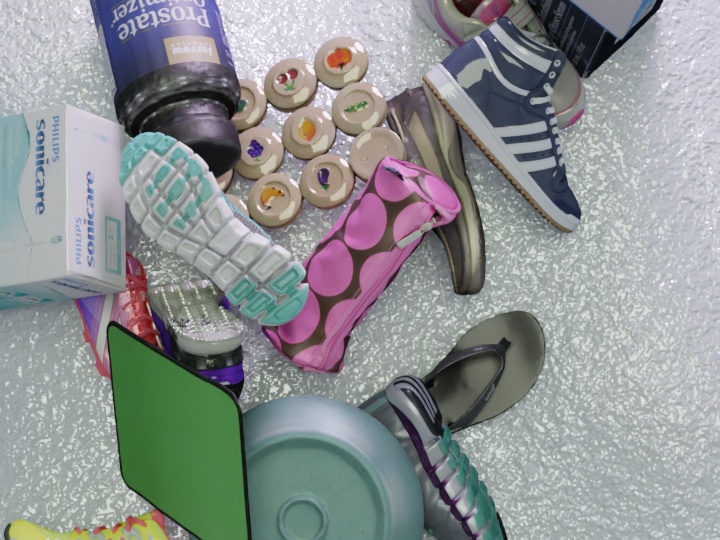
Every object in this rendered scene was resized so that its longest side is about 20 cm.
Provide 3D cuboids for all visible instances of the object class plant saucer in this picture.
[{"bbox_3d":[-0.047,0.204,1.531,0.198,0.036,0.202,0,90,2],"label":"plant saucer"}]

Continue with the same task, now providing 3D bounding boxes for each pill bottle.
[{"bbox_3d":[-0.167,-0.180,1.621,0.111,0.112,0.201,-15,68,-4],"label":"pill bottle"}]

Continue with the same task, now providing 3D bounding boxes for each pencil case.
[{"bbox_3d":[0.000,0.000,1.580,0.201,0.090,0.094,-55,43,17],"label":"pencil case"}]

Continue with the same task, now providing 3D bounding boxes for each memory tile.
[{"bbox_3d":[-0.069,-0.113,1.644,0.199,0.017,0.154,-22,68,5],"label":"memory tile"}]

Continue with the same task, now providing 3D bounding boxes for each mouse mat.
[{"bbox_3d":[-0.148,0.141,1.511,0.007,0.199,0.162,-20,119,-35],"label":"mouse mat"}]

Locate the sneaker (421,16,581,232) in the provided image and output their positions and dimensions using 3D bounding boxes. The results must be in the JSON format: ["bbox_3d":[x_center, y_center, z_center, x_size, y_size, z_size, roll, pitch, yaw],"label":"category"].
[{"bbox_3d":[0.154,-0.130,1.613,0.108,0.070,0.200,-42,113,4],"label":"sneaker"}]

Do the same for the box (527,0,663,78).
[{"bbox_3d":[0.175,-0.293,1.648,0.107,0.148,0.200,-42,82,-9],"label":"box"}]

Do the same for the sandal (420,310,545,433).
[{"bbox_3d":[0.081,0.108,1.618,0.199,0.043,0.076,-35,81,-7],"label":"sandal"}]

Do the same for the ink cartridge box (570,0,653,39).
[{"bbox_3d":[0.233,-0.317,1.514,0.128,0.125,0.200,39,80,6],"label":"ink cartridge box"}]

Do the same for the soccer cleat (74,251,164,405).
[{"bbox_3d":[-0.207,0.034,1.612,0.076,0.067,0.201,-34,75,15],"label":"soccer cleat"}]

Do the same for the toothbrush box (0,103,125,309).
[{"bbox_3d":[-0.301,-0.047,1.579,0.199,0.085,0.148,-10,76,29],"label":"toothbrush box"}]

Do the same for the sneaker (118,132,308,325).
[{"bbox_3d":[-0.123,-0.030,1.543,0.078,0.091,0.200,-42,85,-2],"label":"sneaker"}]

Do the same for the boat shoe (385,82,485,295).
[{"bbox_3d":[0.064,-0.069,1.646,0.073,0.075,0.202,-14,70,6],"label":"boat shoe"}]

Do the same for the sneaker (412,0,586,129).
[{"bbox_3d":[0.124,-0.207,1.659,0.081,0.088,0.200,-44,83,-9],"label":"sneaker"}]

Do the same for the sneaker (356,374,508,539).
[{"bbox_3d":[0.055,0.190,1.587,0.087,0.074,0.201,-27,96,14],"label":"sneaker"}]

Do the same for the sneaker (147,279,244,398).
[{"bbox_3d":[-0.138,0.072,1.562,0.069,0.200,0.100,-6,106,-9],"label":"sneaker"}]

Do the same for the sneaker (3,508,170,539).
[{"bbox_3d":[-0.202,0.240,1.574,0.199,0.078,0.091,20,77,-7],"label":"sneaker"}]
